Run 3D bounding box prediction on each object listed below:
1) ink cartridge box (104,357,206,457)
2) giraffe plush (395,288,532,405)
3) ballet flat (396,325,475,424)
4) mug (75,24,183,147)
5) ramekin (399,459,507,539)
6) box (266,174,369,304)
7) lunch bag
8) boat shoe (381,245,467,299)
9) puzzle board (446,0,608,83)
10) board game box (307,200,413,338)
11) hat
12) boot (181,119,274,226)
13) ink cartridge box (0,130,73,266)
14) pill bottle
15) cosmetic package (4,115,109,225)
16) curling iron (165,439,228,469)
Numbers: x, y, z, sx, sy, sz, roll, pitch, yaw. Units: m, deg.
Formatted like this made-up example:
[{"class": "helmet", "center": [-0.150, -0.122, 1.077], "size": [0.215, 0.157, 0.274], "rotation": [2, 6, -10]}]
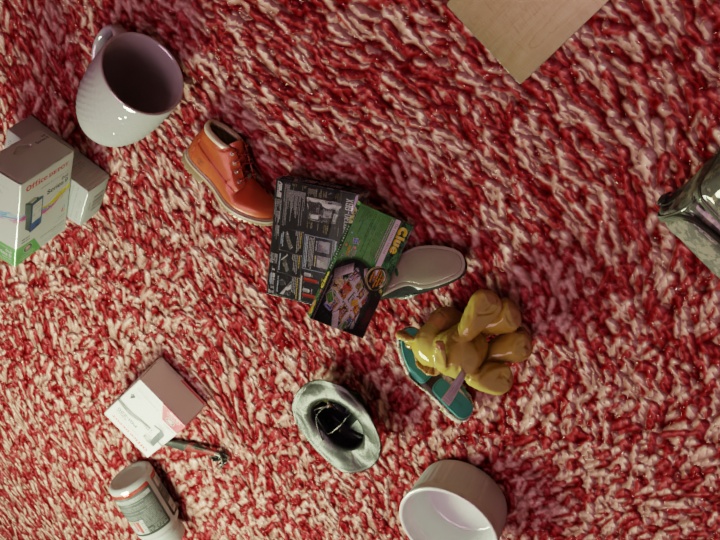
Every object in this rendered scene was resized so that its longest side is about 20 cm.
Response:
[{"class": "ink cartridge box", "center": [-0.451, 0.301, 2.058], "size": [0.146, 0.085, 0.200], "rotation": [46, 134, -5]}, {"class": "giraffe plush", "center": [0.155, 0.121, 1.535], "size": [0.161, 0.199, 0.174], "rotation": [14, 138, 59]}, {"class": "ballet flat", "center": [0.122, 0.185, 1.647], "size": [0.201, 0.075, 0.064], "rotation": [55, 165, -6]}, {"class": "mug", "center": [-0.405, -0.312, 1.577], "size": [0.175, 0.146, 0.203], "rotation": [-29, 74, 48]}, {"class": "ramekin", "center": [0.180, 0.454, 1.774], "size": [0.197, 0.098, 0.203], "rotation": [15, 128, 21]}, {"class": "box", "center": [-0.072, -0.046, 1.563], "size": [0.155, 0.050, 0.204], "rotation": [12, 105, 23]}, {"class": "lunch bag", "center": [0.499, -0.056, 1.208], "size": [0.200, 0.140, 0.168], "rotation": [43, 149, -2]}, {"class": "boat shoe", "center": [0.092, 0.006, 1.548], "size": [0.198, 0.067, 0.073], "rotation": [-15, 70, 33]}, {"class": "puzzle board", "center": [0.226, -0.363, 1.232], "size": [0.151, 0.017, 0.200], "rotation": [46, 132, -3]}, {"class": "board game box", "center": [0.000, 0.000, 1.513], "size": [0.104, 0.023, 0.203], "rotation": [22, 97, -22]}, {"class": "hat", "center": [-0.030, 0.281, 1.794], "size": [0.198, 0.081, 0.204], "rotation": [14, 120, 26]}, {"class": "boot", "center": [-0.208, -0.164, 1.596], "size": [0.199, 0.075, 0.107], "rotation": [41, 128, 1]}, {"class": "ink cartridge box", "center": [-0.605, -0.132, 1.709], "size": [0.087, 0.146, 0.202], "rotation": [28, 130, 9]}, {"class": "pill bottle", "center": [-0.506, 0.568, 2.254], "size": [0.114, 0.116, 0.202], "rotation": [-10, 116, 35]}, {"class": "cosmetic package", "center": [-0.585, -0.191, 1.802], "size": [0.199, 0.074, 0.102], "rotation": [35, 132, 3]}, {"class": "curling iron", "center": [-0.382, 0.408, 2.128], "size": [0.197, 0.026, 0.050], "rotation": [10, 123, 26]}]
